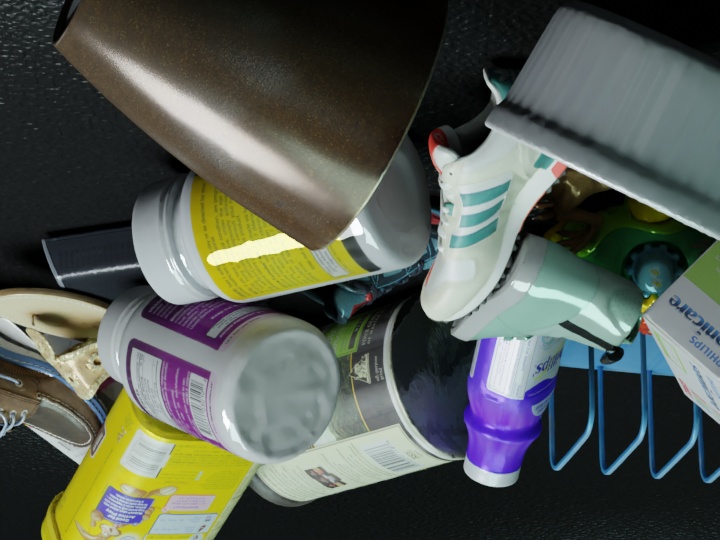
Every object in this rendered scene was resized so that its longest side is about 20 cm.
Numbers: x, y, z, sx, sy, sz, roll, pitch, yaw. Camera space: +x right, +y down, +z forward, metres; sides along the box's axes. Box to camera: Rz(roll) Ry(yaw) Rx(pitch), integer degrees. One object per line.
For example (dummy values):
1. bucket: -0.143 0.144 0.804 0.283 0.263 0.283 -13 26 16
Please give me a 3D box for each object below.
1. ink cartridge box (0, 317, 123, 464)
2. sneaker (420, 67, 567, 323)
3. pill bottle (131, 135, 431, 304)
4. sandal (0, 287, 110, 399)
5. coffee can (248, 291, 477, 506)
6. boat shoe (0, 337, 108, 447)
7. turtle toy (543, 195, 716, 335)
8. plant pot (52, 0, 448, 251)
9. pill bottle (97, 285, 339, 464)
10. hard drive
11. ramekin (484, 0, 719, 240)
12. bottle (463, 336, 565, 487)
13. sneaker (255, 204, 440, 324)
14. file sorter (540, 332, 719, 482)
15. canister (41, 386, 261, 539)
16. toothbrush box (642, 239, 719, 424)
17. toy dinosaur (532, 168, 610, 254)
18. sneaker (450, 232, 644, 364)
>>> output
1. ink cartridge box: -0.256 0.088 1.980 0.116 0.068 0.200 -22 128 41
2. sneaker: 0.076 -0.058 1.601 0.093 0.070 0.200 22 117 -20
3. pill bottle: -0.059 -0.039 1.662 0.200 0.115 0.114 -13 153 28
4. sandal: -0.210 0.074 1.875 0.211 0.070 0.078 18 151 -34
5. coffee can: 0.000 0.112 1.966 0.200 0.147 0.146 -19 149 38
6. boat shoe: -0.304 0.102 1.900 0.200 0.073 0.072 31 141 -15
7. turtle toy: 0.242 0.000 1.749 0.200 0.101 0.146 8 157 -31
8. plant pot: -0.078 -0.137 1.392 0.200 0.187 0.187 25 150 -15
9. pill bottle: -0.115 0.071 1.747 0.112 0.113 0.200 23 178 -40
10. hard drive: -0.166 0.020 1.890 0.135 0.042 0.200 -7 155 19
11. ramekin: 0.189 -0.092 1.449 0.200 0.098 0.200 26 -175 -3
12. bottle: 0.125 0.079 1.841 0.065 0.200 0.084 22 -153 21
13. sneaker: 0.000 0.000 1.771 0.199 0.096 0.079 2 157 -3
14. file sorter: 0.225 0.104 1.970 0.199 0.123 0.139 6 156 -10
15. canister: -0.166 0.173 1.920 0.148 0.087 0.200 4 136 -31
16. toothbrush box: 0.317 0.017 1.664 0.200 0.086 0.146 -46 147 -4
17. toy dinosaur: 0.157 -0.063 1.655 0.199 0.061 0.106 1 146 6
18. sneaker: 0.141 0.034 1.695 0.118 0.074 0.200 25 168 -8
